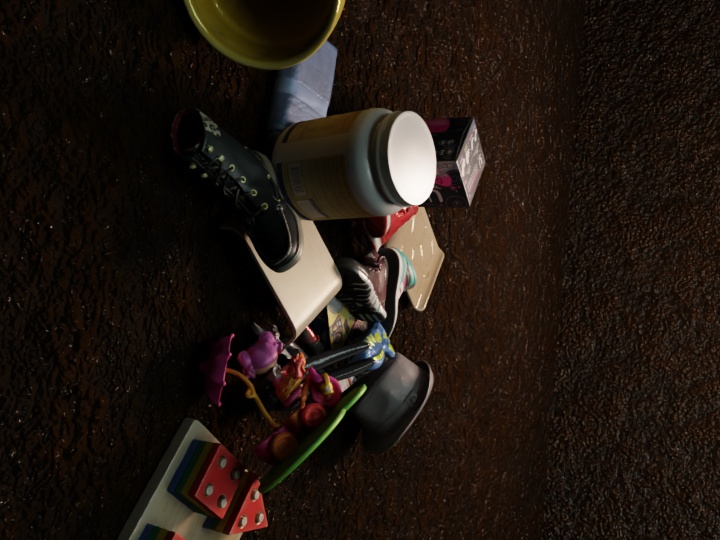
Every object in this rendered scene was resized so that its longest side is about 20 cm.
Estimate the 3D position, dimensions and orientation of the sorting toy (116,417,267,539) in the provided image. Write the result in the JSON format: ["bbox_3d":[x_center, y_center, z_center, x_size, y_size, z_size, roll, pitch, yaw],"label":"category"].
[{"bbox_3d":[-0.197,0.330,0.838,0.199,0.069,0.201,63,40,-42],"label":"sorting toy"}]

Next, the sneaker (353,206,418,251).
[{"bbox_3d":[0.047,-0.110,1.139,0.116,0.078,0.200,-44,175,-15],"label":"sneaker"}]

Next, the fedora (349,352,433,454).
[{"bbox_3d":[0.043,0.230,1.219,0.090,0.177,0.200,43,77,-15],"label":"fedora"}]

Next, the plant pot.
[{"bbox_3d":[-0.108,-0.389,0.843,0.189,0.199,0.202,-77,154,-51],"label":"plant pot"}]

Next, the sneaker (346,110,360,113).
[{"bbox_3d":[-0.005,-0.204,1.100,0.111,0.077,0.200,45,32,-15],"label":"sneaker"}]

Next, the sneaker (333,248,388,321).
[{"bbox_3d":[0.000,0.000,1.116,0.200,0.075,0.116,62,34,-58],"label":"sneaker"}]

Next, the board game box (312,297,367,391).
[{"bbox_3d":[-0.033,0.104,1.158,0.135,0.034,0.202,-24,113,-59],"label":"board game box"}]

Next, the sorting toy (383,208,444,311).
[{"bbox_3d":[0.115,-0.041,1.427,0.200,0.036,0.186,59,42,-38],"label":"sorting toy"}]

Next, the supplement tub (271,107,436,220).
[{"bbox_3d":[-0.010,-0.145,0.910,0.144,0.199,0.146,0,90,-54],"label":"supplement tub"}]

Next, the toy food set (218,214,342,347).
[{"bbox_3d":[-0.114,-0.011,0.961,0.201,0.060,0.144,62,38,-16],"label":"toy food set"}]

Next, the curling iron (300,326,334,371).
[{"bbox_3d":[-0.077,0.101,1.054,0.201,0.025,0.050,63,35,-25],"label":"curling iron"}]

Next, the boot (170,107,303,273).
[{"bbox_3d":[-0.156,-0.100,0.817,0.154,0.073,0.204,34,27,-54],"label":"boot"}]

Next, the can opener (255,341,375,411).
[{"bbox_3d":[-0.067,0.153,0.982,0.199,0.079,0.064,-23,96,-23],"label":"can opener"}]

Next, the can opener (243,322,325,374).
[{"bbox_3d":[-0.115,0.138,1.009,0.067,0.053,0.200,-47,142,-1],"label":"can opener"}]

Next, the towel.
[{"bbox_3d":[-0.093,-0.269,1.005,0.111,0.048,0.201,26,71,-55],"label":"towel"}]

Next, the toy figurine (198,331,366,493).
[{"bbox_3d":[-0.118,0.153,0.868,0.184,0.150,0.200,48,59,2],"label":"toy figurine"}]

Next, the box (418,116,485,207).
[{"bbox_3d":[0.119,-0.199,1.243,0.115,0.199,0.133,62,41,-41],"label":"box"}]

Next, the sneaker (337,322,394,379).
[{"bbox_3d":[0.007,0.140,1.133,0.071,0.082,0.200,64,14,3],"label":"sneaker"}]

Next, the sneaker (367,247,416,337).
[{"bbox_3d":[0.053,0.049,1.271,0.121,0.083,0.201,-16,121,-67],"label":"sneaker"}]
